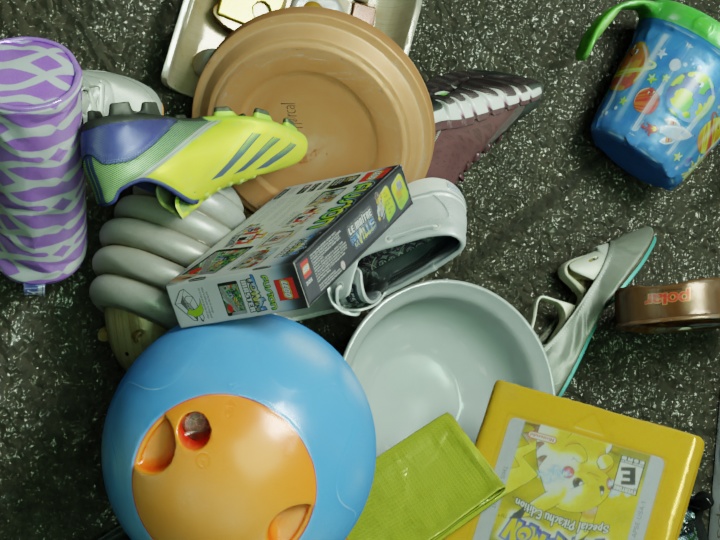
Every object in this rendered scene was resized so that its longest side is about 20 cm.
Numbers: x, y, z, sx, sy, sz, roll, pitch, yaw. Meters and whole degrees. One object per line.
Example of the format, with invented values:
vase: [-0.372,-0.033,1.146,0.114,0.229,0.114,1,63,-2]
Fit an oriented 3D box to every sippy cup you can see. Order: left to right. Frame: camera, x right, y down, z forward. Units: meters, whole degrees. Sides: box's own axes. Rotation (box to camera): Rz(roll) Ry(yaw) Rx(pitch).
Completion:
sippy cup: [0.278,-0.150,1.358,0.177,0.140,0.131,34,86,24]

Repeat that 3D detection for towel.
towel: [0.011,0.192,1.173,0.199,0.018,0.086,-31,66,-15]

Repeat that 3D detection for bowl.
bowl: [0.058,0.111,1.272,0.199,0.090,0.203,1,86,-20]

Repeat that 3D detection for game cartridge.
game cartridge: [0.157,0.202,1.179,0.175,0.032,0.202,14,72,20]

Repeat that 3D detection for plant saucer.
plant saucer: [-0.040,-0.111,1.211,0.198,0.032,0.202,4,119,8]

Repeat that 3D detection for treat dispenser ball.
treat dispenser ball: [-0.087,0.130,1.095,0.199,0.201,0.203,1,86,-21]

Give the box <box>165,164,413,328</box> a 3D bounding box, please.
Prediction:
box: [-0.048,-0.021,1.117,0.200,0.109,0.035,-45,121,-56]

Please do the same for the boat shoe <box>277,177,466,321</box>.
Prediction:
boat shoe: [0.000,0.000,1.217,0.199,0.069,0.072,-23,132,16]

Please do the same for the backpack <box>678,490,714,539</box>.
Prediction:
backpack: [0.192,0.250,1.273,0.188,0.200,0.156,-10,86,-5]

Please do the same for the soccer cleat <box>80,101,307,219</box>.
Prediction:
soccer cleat: [-0.122,-0.079,1.130,0.199,0.064,0.085,-3,86,-43]

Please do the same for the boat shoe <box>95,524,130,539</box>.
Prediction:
boat shoe: [-0.161,0.202,1.194,0.200,0.073,0.063,-41,104,-13]

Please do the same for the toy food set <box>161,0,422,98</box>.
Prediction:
toy food set: [-0.056,-0.196,1.263,0.198,0.060,0.145,18,81,-19]

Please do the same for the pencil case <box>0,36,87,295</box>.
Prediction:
pencil case: [-0.246,-0.078,1.120,0.085,0.201,0.084,5,46,-5]

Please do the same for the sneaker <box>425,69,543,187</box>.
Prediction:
sneaker: [0.080,-0.104,1.309,0.199,0.075,0.117,-18,120,-40]

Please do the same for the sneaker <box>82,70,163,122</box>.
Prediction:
sneaker: [-0.246,-0.130,1.170,0.198,0.092,0.077,2,86,-21]

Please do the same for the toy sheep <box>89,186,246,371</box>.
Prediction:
toy sheep: [-0.142,-0.011,1.186,0.137,0.138,0.202,24,72,-18]

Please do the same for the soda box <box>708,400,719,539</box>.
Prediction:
soda box: [0.371,0.203,1.401,0.067,0.064,0.202,8,84,-20]

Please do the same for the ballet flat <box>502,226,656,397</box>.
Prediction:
ballet flat: [0.192,0.027,1.344,0.063,0.067,0.201,36,74,-4]

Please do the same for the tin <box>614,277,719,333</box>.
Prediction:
tin: [0.289,0.032,1.320,0.111,0.200,0.042,-2,85,24]
